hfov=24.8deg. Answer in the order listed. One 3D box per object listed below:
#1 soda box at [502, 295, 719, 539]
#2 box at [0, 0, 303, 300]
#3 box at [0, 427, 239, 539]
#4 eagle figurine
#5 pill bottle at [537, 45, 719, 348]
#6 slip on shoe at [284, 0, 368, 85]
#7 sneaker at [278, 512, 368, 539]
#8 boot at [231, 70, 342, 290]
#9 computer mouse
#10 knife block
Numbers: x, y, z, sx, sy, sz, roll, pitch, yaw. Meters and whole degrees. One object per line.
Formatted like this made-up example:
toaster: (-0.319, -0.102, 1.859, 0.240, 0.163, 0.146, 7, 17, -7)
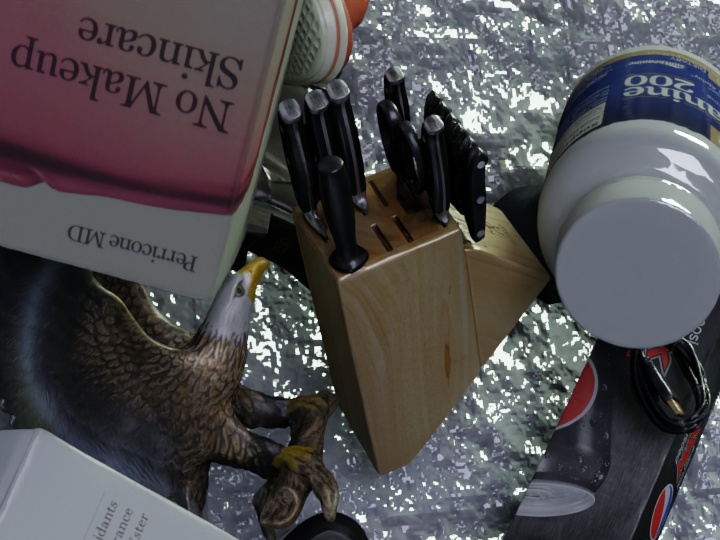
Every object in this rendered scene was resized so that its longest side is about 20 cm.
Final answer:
soda box: (0.154, 0.096, 0.945, 0.070, 0.063, 0.201, 17, 64, 24)
box: (-0.094, -0.107, 0.712, 0.127, 0.109, 0.201, 14, 106, -1)
box: (-0.176, 0.187, 0.724, 0.130, 0.200, 0.200, 35, 65, -29)
eagle figurine: (-0.102, 0.046, 0.828, 0.199, 0.152, 0.151, 28, 67, -11)
pill bottle: (0.154, -0.041, 0.885, 0.111, 0.111, 0.200, 38, 27, -7)
slip on shoe: (-0.024, -0.145, 0.848, 0.061, 0.200, 0.075, -5, 110, -7)
sneaker: (-0.041, 0.211, 0.839, 0.070, 0.090, 0.201, 36, 67, -8)
boot: (-0.023, -0.079, 0.943, 0.199, 0.069, 0.175, 17, 62, -23)
computer mouse: (0.136, 0.015, 0.937, 0.058, 0.034, 0.200, -25, 51, -17)
knife block: (0.000, 0.000, 0.836, 0.175, 0.200, 0.064, 18, 27, -38)
